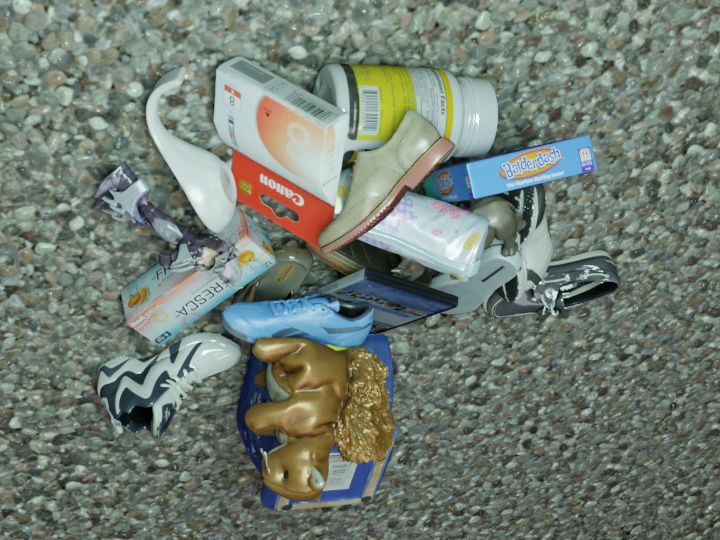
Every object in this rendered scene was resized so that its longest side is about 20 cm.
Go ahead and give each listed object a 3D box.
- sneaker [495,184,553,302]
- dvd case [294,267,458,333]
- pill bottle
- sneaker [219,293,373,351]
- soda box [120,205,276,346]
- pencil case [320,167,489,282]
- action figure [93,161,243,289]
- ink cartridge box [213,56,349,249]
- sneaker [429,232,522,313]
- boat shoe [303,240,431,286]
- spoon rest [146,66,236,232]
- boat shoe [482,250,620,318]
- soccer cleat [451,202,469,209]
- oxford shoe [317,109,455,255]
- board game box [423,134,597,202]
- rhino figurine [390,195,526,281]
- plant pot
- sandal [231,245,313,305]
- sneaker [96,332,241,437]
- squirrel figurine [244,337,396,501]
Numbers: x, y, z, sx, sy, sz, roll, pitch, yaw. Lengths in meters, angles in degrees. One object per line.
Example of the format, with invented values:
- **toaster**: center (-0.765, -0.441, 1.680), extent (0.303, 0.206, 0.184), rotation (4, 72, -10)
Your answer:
- **sneaker**: center (0.224, -0.053, 1.617), extent (0.080, 0.074, 0.200), rotation (-26, 139, -28)
- **dvd case**: center (0.016, 0.043, 1.570), extent (0.143, 0.018, 0.200), rotation (17, 159, -27)
- **pill bottle**: center (0.051, -0.181, 1.392), extent (0.200, 0.114, 0.114), rotation (0, 131, -19)
- **sneaker**: center (-0.078, 0.054, 1.514), extent (0.200, 0.066, 0.078), rotation (8, 127, -24)
- **soda box**: center (-0.206, 0.008, 1.512), extent (0.200, 0.064, 0.068), rotation (-34, 134, 14)
- **pencil case**: center (0.054, -0.055, 1.422), extent (0.200, 0.091, 0.083), rotation (20, 116, 5)
- **action figure**: center (-0.217, -0.041, 1.394), extent (0.200, 0.130, 0.069), rotation (37, 90, -2)
- **ink cartridge box**: center (-0.100, -0.124, 1.366), extent (0.050, 0.162, 0.200), rotation (-36, 148, -43)
- **sneaker**: center (0.155, 0.000, 1.618), extent (0.073, 0.071, 0.200), rotation (33, 144, -20)
- **boat shoe**: center (0.000, 0.000, 1.572), extent (0.200, 0.072, 0.068), rotation (25, 126, -29)
- **spoon rest**: center (-0.196, -0.134, 1.376), extent (0.061, 0.099, 0.200), rotation (-11, 121, 13)
- **boat shoe**: center (0.275, 0.031, 1.704), extent (0.200, 0.063, 0.073), rotation (-19, 135, -2)
- **soccer cleat**: center (0.061, -0.056, 1.543), extent (0.200, 0.070, 0.086), rotation (13, 125, -30)
- **oxford shoe**: center (0.014, -0.098, 1.340), extent (0.200, 0.070, 0.075), rotation (-43, 89, 19)
- **board game box**: center (0.172, -0.119, 1.428), extent (0.152, 0.200, 0.045), rotation (-14, 94, -12)
- **rhino figurine**: center (0.113, -0.033, 1.501), extent (0.200, 0.060, 0.087), rotation (-25, 145, 6)
- **plant pot**: center (-0.055, 0.220, 1.667), extent (0.200, 0.180, 0.200), rotation (-2, 140, -16)
- **sandal**: center (-0.115, 0.042, 1.566), extent (0.082, 0.055, 0.200), rotation (13, 141, -23)
- **sneaker**: center (-0.250, 0.164, 1.595), extent (0.199, 0.130, 0.080), rotation (-11, 135, -10)
- **squirrel figurine**: center (-0.046, 0.193, 1.494), extent (0.200, 0.187, 0.142), rotation (0, 155, -12)
